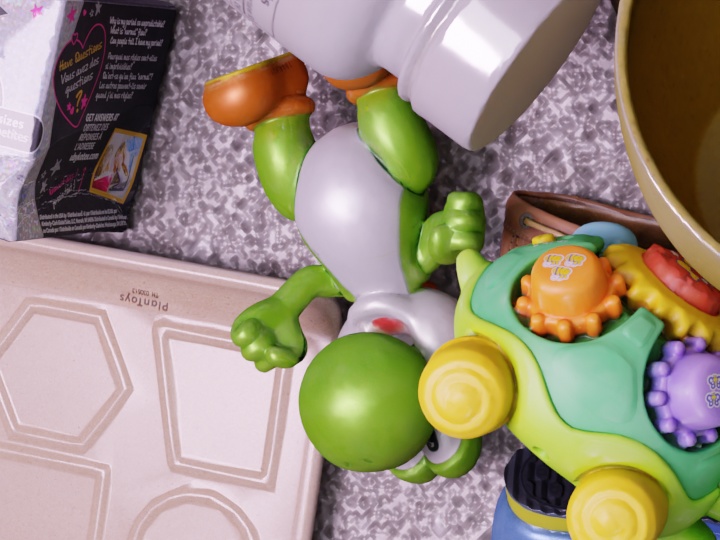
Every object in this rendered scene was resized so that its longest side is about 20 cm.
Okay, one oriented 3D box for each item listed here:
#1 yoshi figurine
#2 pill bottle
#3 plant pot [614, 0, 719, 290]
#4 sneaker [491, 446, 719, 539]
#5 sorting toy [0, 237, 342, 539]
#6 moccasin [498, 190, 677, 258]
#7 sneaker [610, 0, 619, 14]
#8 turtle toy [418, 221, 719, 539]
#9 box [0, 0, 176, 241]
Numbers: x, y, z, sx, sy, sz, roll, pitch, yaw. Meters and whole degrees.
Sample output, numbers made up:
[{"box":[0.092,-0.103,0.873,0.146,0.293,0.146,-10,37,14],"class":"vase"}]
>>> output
[{"box":[-0.001,0.002,1.272,0.112,0.112,0.200,-20,96,-22],"class":"yoshi figurine"},{"box":[-0.006,-0.142,1.184,0.200,0.114,0.114,38,103,12],"class":"pill bottle"},{"box":[0.191,-0.056,1.161,0.200,0.142,0.200,1,72,-2],"class":"plant pot"},{"box":[0.156,0.125,1.282,0.200,0.066,0.079,6,125,9],"class":"sneaker"},{"box":[-0.105,0.089,1.371,0.185,0.036,0.200,10,101,17],"class":"sorting toy"},{"box":[0.157,-0.004,1.266,0.201,0.074,0.078,7,105,26],"class":"moccasin"},{"box":[0.208,-0.125,1.240,0.200,0.067,0.090,-27,81,14],"class":"sneaker"},{"box":[0.120,0.052,1.189,0.200,0.146,0.101,39,106,5],"class":"turtle toy"},{"box":[-0.206,-0.093,1.337,0.200,0.132,0.115,15,97,17],"class":"box"}]
